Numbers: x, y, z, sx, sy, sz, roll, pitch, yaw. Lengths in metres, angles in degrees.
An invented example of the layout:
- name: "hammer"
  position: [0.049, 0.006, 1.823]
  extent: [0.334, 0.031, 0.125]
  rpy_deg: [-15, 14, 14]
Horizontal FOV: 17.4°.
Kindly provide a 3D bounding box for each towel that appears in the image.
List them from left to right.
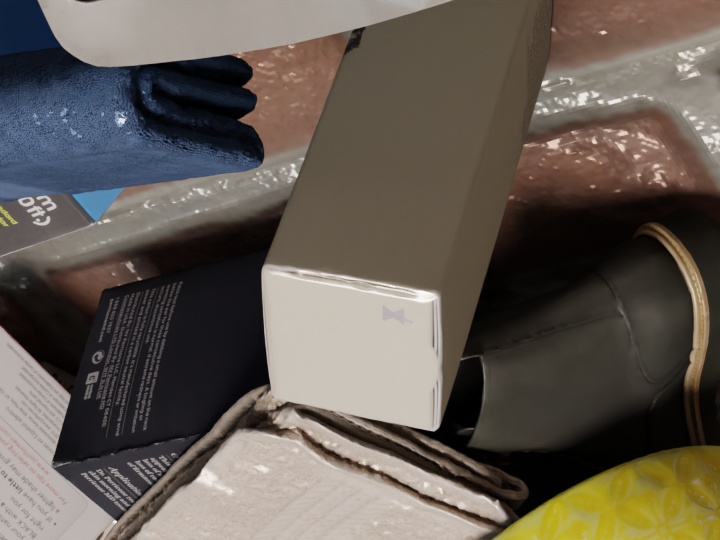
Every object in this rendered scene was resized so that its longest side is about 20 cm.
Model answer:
- name: "towel"
  position: [-0.146, -0.058, 0.947]
  extent: [0.199, 0.049, 0.111]
  rpy_deg: [-5, 174, 27]
- name: "towel"
  position: [-0.026, 0.119, 1.045]
  extent: [0.132, 0.035, 0.200]
  rpy_deg: [25, 143, -15]

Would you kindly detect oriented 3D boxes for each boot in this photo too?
- name: "boot"
  position: [0.089, 0.074, 1.050]
  extent: [0.077, 0.138, 0.201]
  rpy_deg: [44, 148, 45]

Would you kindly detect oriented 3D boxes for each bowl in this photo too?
- name: "bowl"
  position: [0.121, 0.181, 1.032]
  extent: [0.199, 0.108, 0.201]
  rpy_deg: [-23, 147, -16]

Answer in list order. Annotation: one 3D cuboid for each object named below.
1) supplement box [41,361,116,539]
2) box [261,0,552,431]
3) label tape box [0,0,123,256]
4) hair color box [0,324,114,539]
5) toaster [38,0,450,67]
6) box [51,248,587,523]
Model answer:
- name: "supplement box"
  position: [-0.116, 0.150, 1.267]
  extent: [0.199, 0.074, 0.126]
  rpy_deg: [28, 138, -9]
- name: "box"
  position: [0.022, -0.043, 0.905]
  extent: [0.068, 0.201, 0.082]
  rpy_deg: [11, 139, 11]
- name: "label tape box"
  position: [-0.177, -0.080, 1.049]
  extent: [0.199, 0.066, 0.143]
  rpy_deg: [-15, 128, 36]
- name: "hair color box"
  position: [-0.209, 0.135, 1.146]
  extent: [0.111, 0.200, 0.064]
  rpy_deg: [45, 169, -5]
- name: "toaster"
  position: [-0.040, -0.175, 0.821]
  extent: [0.180, 0.119, 0.201]
  rpy_deg: [-7, 122, 23]
- name: "box"
  position: [-0.008, 0.087, 1.115]
  extent: [0.181, 0.105, 0.200]
  rpy_deg: [-12, 138, 33]
